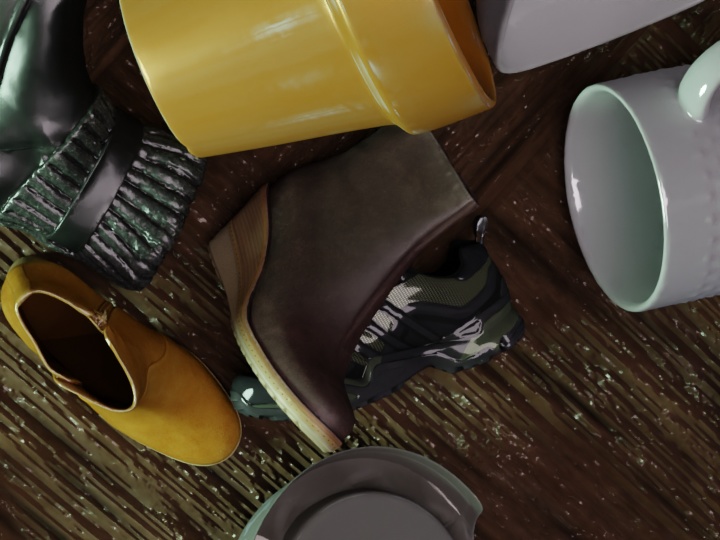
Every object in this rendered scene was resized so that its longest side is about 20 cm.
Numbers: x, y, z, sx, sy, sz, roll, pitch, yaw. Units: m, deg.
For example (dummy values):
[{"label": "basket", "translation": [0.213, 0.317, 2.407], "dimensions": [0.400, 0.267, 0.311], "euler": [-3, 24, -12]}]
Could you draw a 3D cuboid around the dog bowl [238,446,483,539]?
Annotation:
[{"label": "dog bowl", "translation": [0.001, 0.216, 1.688], "dimensions": [0.200, 0.059, 0.201], "euler": [4, 80, -27]}]

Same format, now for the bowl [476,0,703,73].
[{"label": "bowl", "translation": [0.159, -0.220, 1.599], "dimensions": [0.200, 0.200, 0.075], "euler": [-24, 69, -20]}]

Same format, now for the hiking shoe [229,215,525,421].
[{"label": "hiking shoe", "translation": [0.002, 0.032, 1.684], "dimensions": [0.200, 0.076, 0.101], "euler": [-19, 94, -14]}]

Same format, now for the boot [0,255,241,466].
[{"label": "boot", "translation": [-0.146, 0.071, 1.616], "dimensions": [0.201, 0.144, 0.071], "euler": [42, 92, -17]}]

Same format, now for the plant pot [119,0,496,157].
[{"label": "plant pot", "translation": [-0.039, -0.158, 1.574], "dimensions": [0.183, 0.200, 0.200], "euler": [-22, 106, 9]}]

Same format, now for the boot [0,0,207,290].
[{"label": "boot", "translation": [-0.162, -0.105, 1.605], "dimensions": [0.158, 0.079, 0.211], "euler": [21, 108, -8]}]

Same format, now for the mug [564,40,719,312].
[{"label": "mug", "translation": [0.242, -0.080, 1.646], "dimensions": [0.175, 0.148, 0.200], "euler": [-12, 140, -18]}]

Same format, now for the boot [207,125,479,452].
[{"label": "boot", "translation": [0.000, 0.000, 1.606], "dimensions": [0.166, 0.200, 0.072], "euler": [-32, 140, 7]}]
